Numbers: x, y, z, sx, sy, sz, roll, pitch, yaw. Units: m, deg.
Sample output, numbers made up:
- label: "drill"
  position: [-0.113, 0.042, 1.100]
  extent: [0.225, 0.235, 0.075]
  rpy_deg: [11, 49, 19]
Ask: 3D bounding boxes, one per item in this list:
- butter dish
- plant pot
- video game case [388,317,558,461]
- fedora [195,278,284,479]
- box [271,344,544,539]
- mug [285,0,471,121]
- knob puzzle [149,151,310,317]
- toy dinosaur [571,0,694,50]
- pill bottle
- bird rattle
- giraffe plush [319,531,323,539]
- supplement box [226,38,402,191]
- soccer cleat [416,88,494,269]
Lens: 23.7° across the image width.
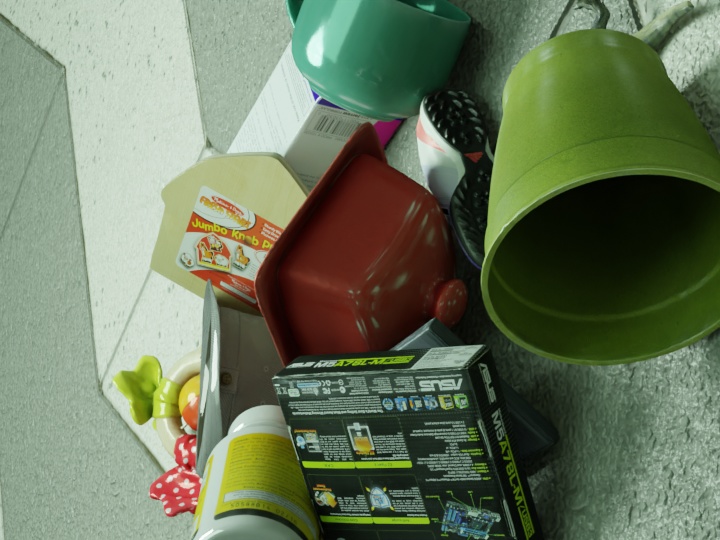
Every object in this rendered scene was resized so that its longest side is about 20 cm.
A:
- label: "butter dish"
  position: [0.023, 0.011, 1.477]
  extent: [0.147, 0.201, 0.200]
  rpy_deg: [18, 58, 27]
- label: "plant pot"
  position: [0.178, -0.069, 1.261]
  extent: [0.201, 0.199, 0.194]
  rpy_deg: [-53, 29, 40]
- label: "video game case"
  position: [0.055, 0.132, 1.457]
  extent: [0.200, 0.143, 0.019]
  rpy_deg: [-38, 13, 47]
- label: "fedora"
  position: [-0.113, 0.112, 1.700]
  extent: [0.177, 0.090, 0.202]
  rpy_deg: [112, 160, -65]
- label: "box"
  position: [0.040, 0.161, 1.409]
  extent: [0.199, 0.047, 0.194]
  rpy_deg: [-6, 111, 36]
- label: "mug"
  position: [0.009, -0.213, 1.599]
  extent: [0.185, 0.151, 0.115]
  rpy_deg: [-121, 50, -64]
- label: "knob puzzle"
  position: [-0.107, -0.040, 1.708]
  extent: [0.220, 0.219, 0.030]
  rpy_deg: [-54, 0, 39]
- label: "toy dinosaur"
  position: [0.192, -0.169, 1.381]
  extent: [0.200, 0.047, 0.088]
  rpy_deg: [-54, 55, 38]
- label: "pill bottle"
  position: [-0.088, 0.207, 1.507]
  extent: [0.200, 0.111, 0.112]
  rpy_deg: [-85, 19, -60]
- label: "bird rattle"
  position: [-0.188, 0.166, 1.902]
  extent: [0.163, 0.112, 0.201]
  rpy_deg: [-45, 47, 23]
- label: "giraffe plush"
  position: [-0.033, 0.323, 1.564]
  extent: [0.172, 0.200, 0.163]
  rpy_deg: [16, 132, 45]
- label: "supplement box"
  position: [-0.052, -0.130, 1.732]
  extent: [0.200, 0.101, 0.104]
  rpy_deg: [-56, 39, 37]
- label: "soccer cleat"
  position: [0.095, -0.068, 1.515]
  extent: [0.073, 0.068, 0.201]
  rpy_deg: [103, 154, -50]
